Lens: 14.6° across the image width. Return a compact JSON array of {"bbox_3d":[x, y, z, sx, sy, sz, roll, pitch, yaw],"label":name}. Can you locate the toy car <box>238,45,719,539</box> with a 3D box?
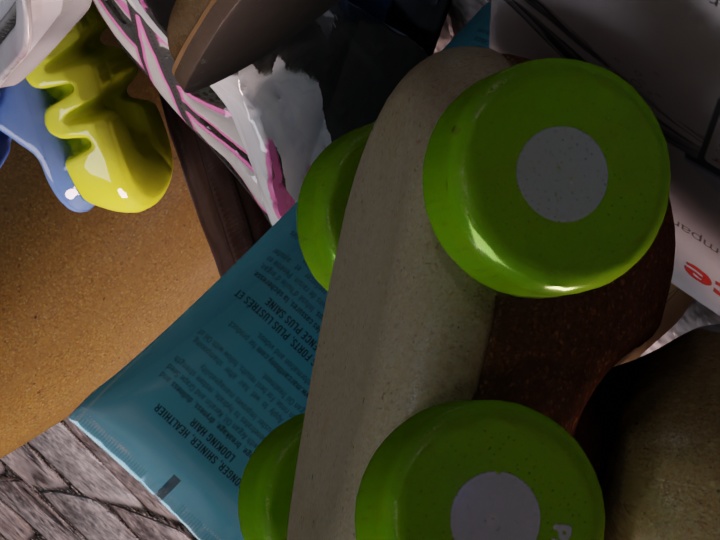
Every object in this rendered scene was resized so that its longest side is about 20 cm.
[{"bbox_3d":[0.087,0.038,0.725,0.199,0.159,0.164,13,174,-13],"label":"toy car"}]

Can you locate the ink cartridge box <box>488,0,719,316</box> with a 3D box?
[{"bbox_3d":[0.113,-0.062,0.719,0.146,0.086,0.200,35,160,15],"label":"ink cartridge box"}]

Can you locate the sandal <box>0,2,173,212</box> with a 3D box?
[{"bbox_3d":[-0.144,-0.105,1.025,0.201,0.087,0.079,70,-163,-1],"label":"sandal"}]

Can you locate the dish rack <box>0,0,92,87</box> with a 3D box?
[{"bbox_3d":[-0.123,-0.142,0.890,0.200,0.043,0.173,160,95,-74],"label":"dish rack"}]

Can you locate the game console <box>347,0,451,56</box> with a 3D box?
[{"bbox_3d":[-0.042,-0.141,0.924,0.177,0.031,0.200,38,162,6],"label":"game console"}]

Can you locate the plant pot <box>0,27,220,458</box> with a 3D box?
[{"bbox_3d":[-0.146,-0.011,1.161,0.186,0.200,0.187,34,160,14],"label":"plant pot"}]

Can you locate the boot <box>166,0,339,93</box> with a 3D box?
[{"bbox_3d":[-0.020,-0.130,0.811,0.076,0.073,0.200,47,141,12],"label":"boot"}]

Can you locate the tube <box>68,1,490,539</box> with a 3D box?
[{"bbox_3d":[0.000,0.000,0.899,0.077,0.200,0.050,41,161,0],"label":"tube"}]

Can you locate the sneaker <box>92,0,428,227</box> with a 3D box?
[{"bbox_3d":[-0.036,-0.076,0.952,0.086,0.080,0.200,30,156,48],"label":"sneaker"}]

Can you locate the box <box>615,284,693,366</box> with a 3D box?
[{"bbox_3d":[0.060,0.027,0.907,0.021,0.163,0.200,50,164,12],"label":"box"}]

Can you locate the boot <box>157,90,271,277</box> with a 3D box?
[{"bbox_3d":[-0.010,0.007,1.079,0.186,0.064,0.201,47,-163,-59],"label":"boot"}]
